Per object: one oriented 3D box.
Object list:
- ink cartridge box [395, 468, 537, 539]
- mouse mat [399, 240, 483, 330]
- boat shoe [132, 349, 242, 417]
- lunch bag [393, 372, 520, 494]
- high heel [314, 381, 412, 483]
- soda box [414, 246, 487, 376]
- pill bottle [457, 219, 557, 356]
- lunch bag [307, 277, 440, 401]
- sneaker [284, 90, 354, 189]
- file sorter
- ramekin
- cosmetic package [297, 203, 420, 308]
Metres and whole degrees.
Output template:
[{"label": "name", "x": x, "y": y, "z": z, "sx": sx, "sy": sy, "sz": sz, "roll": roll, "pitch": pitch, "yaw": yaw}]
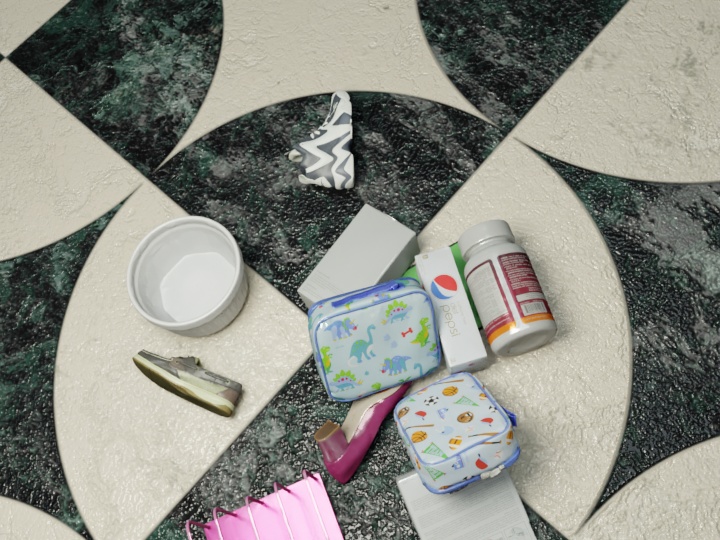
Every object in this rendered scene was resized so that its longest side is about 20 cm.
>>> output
[{"label": "ink cartridge box", "x": 0.163, "y": 0.373, "z": 1.131, "sx": 0.161, "sy": 0.057, "sz": 0.201, "roll": -23, "pitch": 85, "yaw": -2}, {"label": "mouse mat", "x": 0.181, "y": 0.025, "z": 1.290, "sx": 0.199, "sy": 0.008, "sz": 0.162, "roll": -27, "pitch": 65, "yaw": -5}, {"label": "boat shoe", "x": -0.287, "y": 0.177, "z": 1.268, "sx": 0.200, "sy": 0.072, "sz": 0.066, "roll": 24, "pitch": 62, "yaw": 18}, {"label": "lunch bag", "x": 0.143, "y": 0.236, "z": 1.114, "sx": 0.159, "sy": 0.076, "sz": 0.200, "roll": -23, "pitch": 24, "yaw": -5}, {"label": "high heel", "x": 0.017, "y": 0.245, "z": 1.210, "sx": 0.199, "sy": 0.097, "sz": 0.067, "roll": -33, "pitch": 25, "yaw": -21}, {"label": "soda box", "x": 0.146, "y": 0.067, "z": 1.236, "sx": 0.063, "sy": 0.068, "sz": 0.201, "roll": -17, "pitch": 65, "yaw": 0}, {"label": "pill bottle", "x": 0.231, "y": 0.026, "z": 1.219, "sx": 0.109, "sy": 0.110, "sz": 0.201, "roll": -17, "pitch": 65, "yaw": 1}, {"label": "lunch bag", "x": 0.022, "y": 0.102, "z": 1.185, "sx": 0.198, "sy": 0.162, "sz": 0.083, "roll": -17, "pitch": 23, "yaw": -9}, {"label": "sneaker", "x": -0.078, "y": -0.244, "z": 1.408, "sx": 0.128, "sy": 0.080, "sz": 0.201, "roll": -2, "pitch": 76, "yaw": -1}, {"label": "file sorter", "x": -0.137, "y": 0.396, "z": 1.113, "sx": 0.199, "sy": 0.126, "sz": 0.140, "roll": -24, "pitch": 65, "yaw": -2}, {"label": "ramekin", "x": -0.288, "y": 0.019, "z": 1.306, "sx": 0.198, "sy": 0.105, "sz": 0.202, "roll": -4, "pitch": 66, "yaw": 8}, {"label": "cosmetic package", "x": 0.000, "y": 0.000, "z": 1.288, "sx": 0.112, "sy": 0.081, "sz": 0.200, "roll": 34, "pitch": 74, "yaw": 24}]
